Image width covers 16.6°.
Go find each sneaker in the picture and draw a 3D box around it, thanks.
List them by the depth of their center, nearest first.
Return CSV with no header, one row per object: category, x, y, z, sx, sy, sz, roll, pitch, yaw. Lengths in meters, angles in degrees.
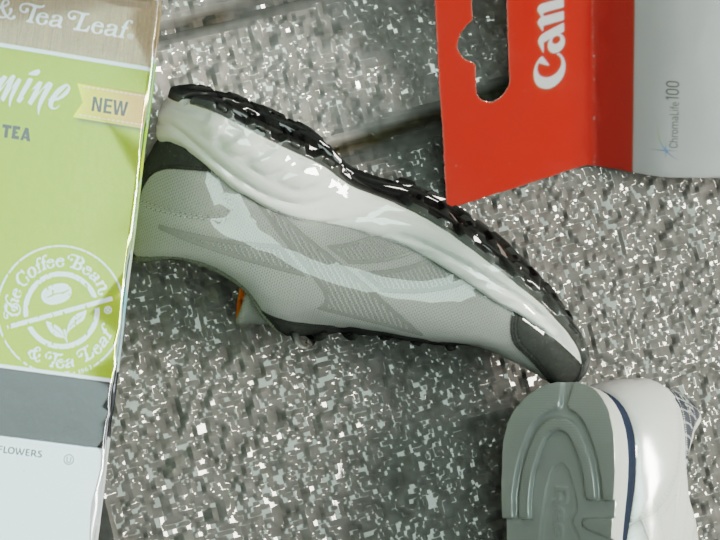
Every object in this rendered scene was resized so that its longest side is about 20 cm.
sneaker,0.000,0.000,0.979,0.199,0.074,0.080,26,99,-11
sneaker,0.099,0.144,0.985,0.080,0.076,0.202,3,96,-48

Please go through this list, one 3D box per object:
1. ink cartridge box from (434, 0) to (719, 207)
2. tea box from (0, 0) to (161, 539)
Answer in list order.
ink cartridge box,0.130,-0.104,0.981,0.199,0.057,0.163,-21,132,-19
tea box,-0.156,0.007,0.864,0.133,0.200,0.198,7,83,-12
